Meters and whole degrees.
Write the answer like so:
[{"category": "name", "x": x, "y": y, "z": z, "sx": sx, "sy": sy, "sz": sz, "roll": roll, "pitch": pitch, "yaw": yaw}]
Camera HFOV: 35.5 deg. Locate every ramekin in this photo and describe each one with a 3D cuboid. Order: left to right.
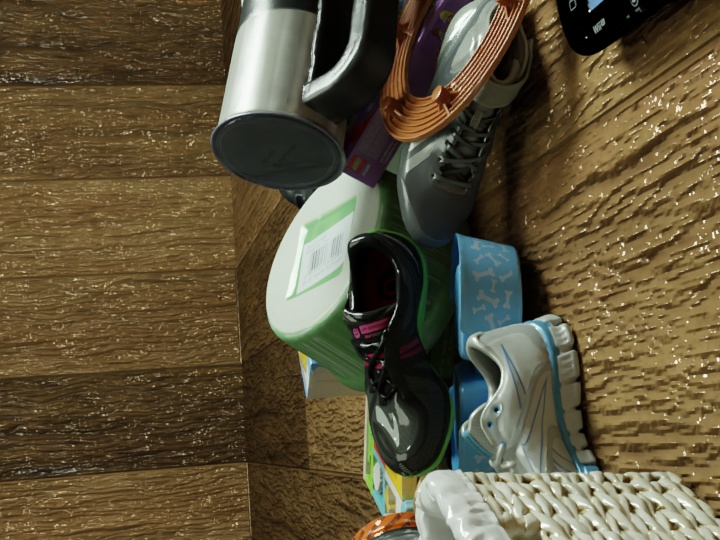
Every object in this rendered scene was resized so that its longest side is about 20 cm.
[{"category": "ramekin", "x": 0.000, "y": 0.000, "z": 1.035, "sx": 0.200, "sy": 0.097, "sz": 0.202, "roll": -39, "pitch": 36, "yaw": 35}]

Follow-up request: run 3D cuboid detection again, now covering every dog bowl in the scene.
[{"category": "dog bowl", "x": 0.098, "y": 0.071, "z": 0.886, "sx": 0.112, "sy": 0.049, "sz": 0.203, "roll": -85, "pitch": -6, "yaw": -80}]

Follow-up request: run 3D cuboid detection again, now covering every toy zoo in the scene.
[{"category": "toy zoo", "x": 0.036, "y": 0.227, "z": 1.305, "sx": 0.200, "sy": 0.020, "sz": 0.133, "roll": -128, "pitch": 38, "yaw": -69}]

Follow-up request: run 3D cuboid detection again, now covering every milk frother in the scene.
[{"category": "milk frother", "x": -0.081, "y": -0.203, "z": 0.930, "sx": 0.180, "sy": 0.198, "sz": 0.190, "roll": -40, "pitch": 38, "yaw": 55}]

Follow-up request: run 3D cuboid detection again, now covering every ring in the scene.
[{"category": "ring", "x": 0.068, "y": -0.194, "z": 0.862, "sx": 0.200, "sy": 0.019, "sz": 0.202, "roll": -44, "pitch": 32, "yaw": 38}]

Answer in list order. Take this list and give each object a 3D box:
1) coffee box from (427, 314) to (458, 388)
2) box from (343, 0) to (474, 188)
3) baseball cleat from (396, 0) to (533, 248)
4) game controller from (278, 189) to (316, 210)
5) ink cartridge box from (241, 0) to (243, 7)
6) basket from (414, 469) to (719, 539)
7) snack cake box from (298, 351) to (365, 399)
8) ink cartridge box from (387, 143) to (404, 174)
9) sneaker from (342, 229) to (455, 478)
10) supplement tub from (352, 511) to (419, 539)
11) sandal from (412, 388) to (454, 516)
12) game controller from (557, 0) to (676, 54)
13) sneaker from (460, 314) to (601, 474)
[{"category": "coffee box", "x": 0.054, "y": 0.025, "z": 1.130, "sx": 0.201, "sy": 0.043, "sz": 0.124, "roll": -112, "pitch": 23, "yaw": -55}, {"category": "box", "x": 0.033, "y": -0.188, "z": 0.994, "sx": 0.201, "sy": 0.039, "sz": 0.137, "roll": -57, "pitch": 25, "yaw": 17}, {"category": "baseball cleat", "x": 0.079, "y": -0.114, "z": 0.869, "sx": 0.106, "sy": 0.069, "sz": 0.203, "roll": -150, "pitch": 70, "yaw": -75}, {"category": "game controller", "x": -0.067, "y": -0.166, "z": 1.249, "sx": 0.104, "sy": 0.042, "sz": 0.203, "roll": -141, "pitch": 47, "yaw": -63}, {"category": "ink cartridge box", "x": -0.077, "y": -0.217, "z": 1.313, "sx": 0.176, "sy": 0.044, "sz": 0.202, "roll": 25, "pitch": 121, "yaw": 51}, {"category": "basket", "x": 0.124, "y": 0.226, "z": 0.583, "sx": 0.198, "sy": 0.159, "sz": 0.203, "roll": -129, "pitch": 37, "yaw": -69}, {"category": "snack cake box", "x": -0.021, "y": 0.048, "z": 1.313, "sx": 0.068, "sy": 0.114, "sz": 0.201, "roll": 98, "pitch": 163, "yaw": -46}, {"category": "ink cartridge box", "x": 0.001, "y": -0.214, "z": 1.230, "sx": 0.201, "sy": 0.082, "sz": 0.147, "roll": -108, "pitch": 19, "yaw": -54}, {"category": "sneaker", "x": 0.019, "y": 0.063, "z": 0.874, "sx": 0.076, "sy": 0.083, "sz": 0.202, "roll": -23, "pitch": 66, "yaw": 28}, {"category": "supplement tub", "x": 0.053, "y": 0.328, "z": 1.015, "sx": 0.201, "sy": 0.121, "sz": 0.124, "roll": -107, "pitch": 19, "yaw": -50}, {"category": "sandal", "x": 0.069, "y": 0.191, "z": 0.961, "sx": 0.080, "sy": 0.054, "sz": 0.202, "roll": -2, "pitch": -107, "yaw": -64}, {"category": "game controller", "x": 0.150, "y": -0.193, "z": 0.622, "sx": 0.200, "sy": 0.042, "sz": 0.106, "roll": 151, "pitch": 116, "yaw": -77}, {"category": "sneaker", "x": 0.115, "y": 0.130, "z": 0.781, "sx": 0.075, "sy": 0.086, "sz": 0.202, "roll": 113, "pitch": 151, "yaw": -60}]
